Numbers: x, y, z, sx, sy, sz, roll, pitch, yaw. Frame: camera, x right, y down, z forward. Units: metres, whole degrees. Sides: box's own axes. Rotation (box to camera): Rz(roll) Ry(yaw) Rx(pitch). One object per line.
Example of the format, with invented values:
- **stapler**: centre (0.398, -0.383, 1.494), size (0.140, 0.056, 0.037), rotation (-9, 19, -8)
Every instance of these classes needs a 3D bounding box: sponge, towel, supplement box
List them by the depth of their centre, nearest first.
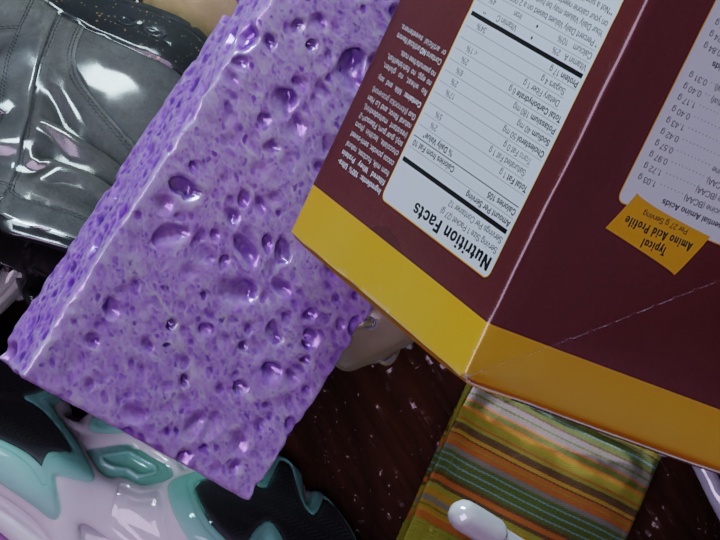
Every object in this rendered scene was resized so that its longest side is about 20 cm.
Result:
- **supplement box**: centre (0.120, -0.048, 0.836), size (0.196, 0.133, 0.201), rotation (20, 101, -34)
- **sponge**: centre (-0.032, -0.023, 0.873), size (0.111, 0.030, 0.201), rotation (34, 89, -32)
- **towel**: centre (0.046, 0.139, 0.949), size (0.086, 0.018, 0.201), rotation (23, 75, 7)

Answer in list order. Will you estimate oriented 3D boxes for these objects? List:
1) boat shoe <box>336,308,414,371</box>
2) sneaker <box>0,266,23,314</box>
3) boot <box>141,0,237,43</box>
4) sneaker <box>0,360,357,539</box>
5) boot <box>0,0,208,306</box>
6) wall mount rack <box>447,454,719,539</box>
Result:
- **boat shoe**: centre (0.000, 0.000, 0.960), size (0.198, 0.075, 0.069), rotation (-1, 120, 9)
- **sneaker**: centre (-0.188, 0.021, 0.992), size (0.075, 0.081, 0.200), rotation (41, 106, 0)
- **boot**: centre (0.023, -0.140, 0.929), size (0.199, 0.066, 0.176), rotation (15, 102, 10)
- **sneaker**: centre (-0.107, 0.127, 1.004), size (0.199, 0.078, 0.140), rotation (25, 123, -6)
- **boot**: centre (-0.162, -0.065, 0.918), size (0.199, 0.132, 0.070), rotation (17, 141, 15)
- **wall mount rack**: centre (0.047, 0.119, 0.841), size (0.199, 0.173, 0.075), rotation (-32, 81, 31)
